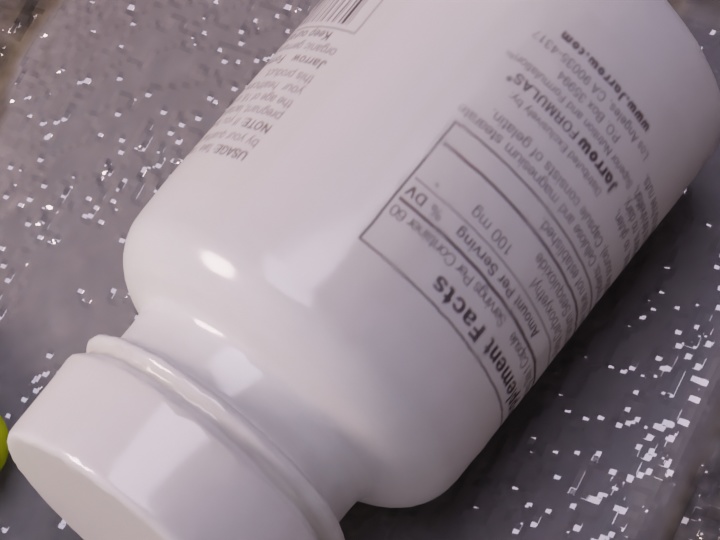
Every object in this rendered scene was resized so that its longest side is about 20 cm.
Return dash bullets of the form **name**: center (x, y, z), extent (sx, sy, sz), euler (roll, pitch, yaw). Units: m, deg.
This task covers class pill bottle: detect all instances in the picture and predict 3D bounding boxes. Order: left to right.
- **pill bottle**: center (0.000, 0.000, 0.813), extent (0.114, 0.115, 0.200), euler (31, 71, 25)

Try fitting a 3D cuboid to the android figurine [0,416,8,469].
- **android figurine**: center (-0.184, 0.085, 0.848), extent (0.182, 0.041, 0.200), euler (-40, 61, -12)
